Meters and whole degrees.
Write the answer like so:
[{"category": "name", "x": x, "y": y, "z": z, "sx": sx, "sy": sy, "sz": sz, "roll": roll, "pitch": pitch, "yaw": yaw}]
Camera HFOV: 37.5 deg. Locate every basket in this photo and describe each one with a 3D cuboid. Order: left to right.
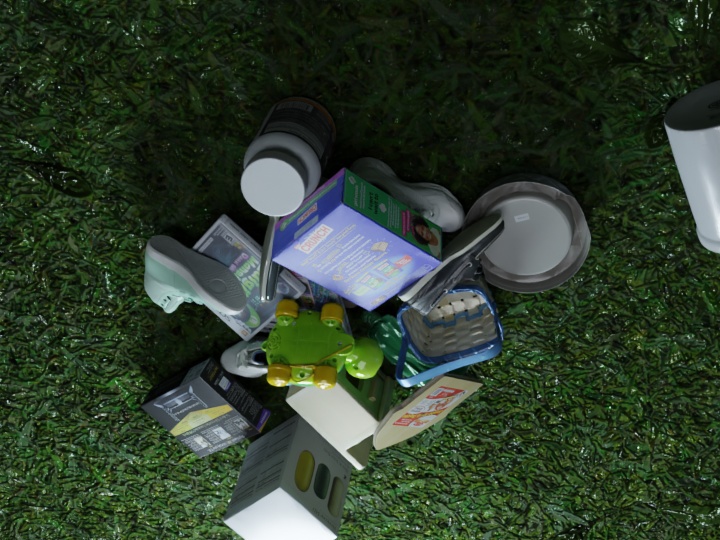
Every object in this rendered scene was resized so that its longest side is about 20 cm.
[{"category": "basket", "x": 0.140, "y": 0.093, "z": 1.697, "sx": 0.176, "sy": 0.200, "sz": 0.139, "roll": -20, "pitch": 125, "yaw": 18}]

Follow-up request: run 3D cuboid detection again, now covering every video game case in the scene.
[{"category": "video game case", "x": -0.209, "y": 0.017, "z": 1.774, "sx": 0.182, "sy": 0.023, "sz": 0.200, "roll": 42, "pitch": 137, "yaw": -8}, {"category": "video game case", "x": -0.120, "y": 0.039, "z": 1.774, "sx": 0.199, "sy": 0.024, "sz": 0.182, "roll": 7, "pitch": 131, "yaw": 27}]

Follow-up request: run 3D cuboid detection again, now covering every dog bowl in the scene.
[{"category": "dog bowl", "x": 0.259, "y": -0.063, "z": 1.663, "sx": 0.199, "sy": 0.059, "sz": 0.201, "roll": 4, "pitch": 123, "yaw": 7}]

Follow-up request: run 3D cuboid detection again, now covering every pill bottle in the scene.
[{"category": "pill bottle", "x": -0.108, "y": -0.170, "z": 1.575, "sx": 0.116, "sy": 0.200, "sz": 0.117, "roll": 5, "pitch": 124, "yaw": 8}]

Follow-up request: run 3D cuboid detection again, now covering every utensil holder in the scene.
[{"category": "utensil holder", "x": 0.534, "y": -0.152, "z": 1.495, "sx": 0.169, "sy": 0.170, "sz": 0.200, "roll": -18, "pitch": 115, "yaw": 20}]

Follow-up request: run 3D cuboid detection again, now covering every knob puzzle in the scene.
[{"category": "knob puzzle", "x": 0.094, "y": 0.233, "z": 1.787, "sx": 0.220, "sy": 0.219, "sz": 0.030, "roll": -49, "pitch": 62, "yaw": 31}]

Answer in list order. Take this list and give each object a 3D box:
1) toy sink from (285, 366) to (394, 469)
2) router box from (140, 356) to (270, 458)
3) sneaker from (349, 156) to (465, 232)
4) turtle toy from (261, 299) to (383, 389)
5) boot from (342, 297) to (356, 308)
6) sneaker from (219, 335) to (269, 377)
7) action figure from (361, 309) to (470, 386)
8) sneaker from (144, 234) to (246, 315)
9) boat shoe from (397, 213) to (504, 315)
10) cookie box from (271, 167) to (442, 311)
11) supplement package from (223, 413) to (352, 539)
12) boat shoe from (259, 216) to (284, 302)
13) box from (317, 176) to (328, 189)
[{"category": "toy sink", "x": -0.015, "y": 0.226, "z": 1.856, "sx": 0.112, "sy": 0.130, "sz": 0.200, "roll": -34, "pitch": 110, "yaw": 27}, {"category": "router box", "x": -0.285, "y": 0.254, "z": 1.940, "sx": 0.200, "sy": 0.052, "sz": 0.157, "roll": -27, "pitch": 115, "yaw": 41}, {"category": "sneaker", "x": 0.067, "y": -0.098, "z": 1.650, "sx": 0.199, "sy": 0.099, "sz": 0.078, "roll": 21, "pitch": 124, "yaw": -3}, {"category": "turtle toy", "x": -0.062, "y": 0.132, "z": 1.717, "sx": 0.199, "sy": 0.146, "sz": 0.101, "roll": 4, "pitch": 155, "yaw": 6}, {"category": "boot", "x": 0.000, "y": 0.000, "z": 1.749, "sx": 0.199, "sy": 0.070, "sz": 0.147, "roll": 16, "pitch": 127, "yaw": 5}, {"category": "sneaker", "x": -0.176, "y": 0.147, "z": 1.833, "sx": 0.200, "sy": 0.087, "sz": 0.075, "roll": -10, "pitch": 81, "yaw": 39}, {"category": "action figure", "x": 0.080, "y": 0.128, "z": 1.820, "sx": 0.200, "sy": 0.055, "sz": 0.118, "roll": 38, "pitch": 123, "yaw": -19}, {"category": "sneaker", "x": -0.277, "y": 0.036, "z": 1.761, "sx": 0.200, "sy": 0.074, "sz": 0.118, "roll": 34, "pitch": 132, "yaw": 16}, {"category": "boat shoe", "x": 0.152, "y": -0.004, "z": 1.623, "sx": 0.199, "sy": 0.075, "sz": 0.066, "roll": -41, "pitch": 104, "yaw": 6}, {"category": "cookie box", "x": -0.004, "y": -0.042, "z": 1.594, "sx": 0.200, "sy": 0.075, "sz": 0.171, "roll": 29, "pitch": 134, "yaw": -31}, {"category": "supplement package", "x": -0.127, "y": 0.402, "z": 1.945, "sx": 0.151, "sy": 0.200, "sz": 0.152, "roll": -35, "pitch": 111, "yaw": 28}, {"category": "boat shoe", "x": -0.118, "y": -0.044, "z": 1.662, "sx": 0.062, "sy": 0.073, "sz": 0.201, "roll": 10, "pitch": 98, "yaw": -13}, {"category": "box", "x": -0.083, "y": -0.132, "z": 1.691, "sx": 0.199, "sy": 0.041, "sz": 0.039, "roll": 22, "pitch": 124, "yaw": -6}]
